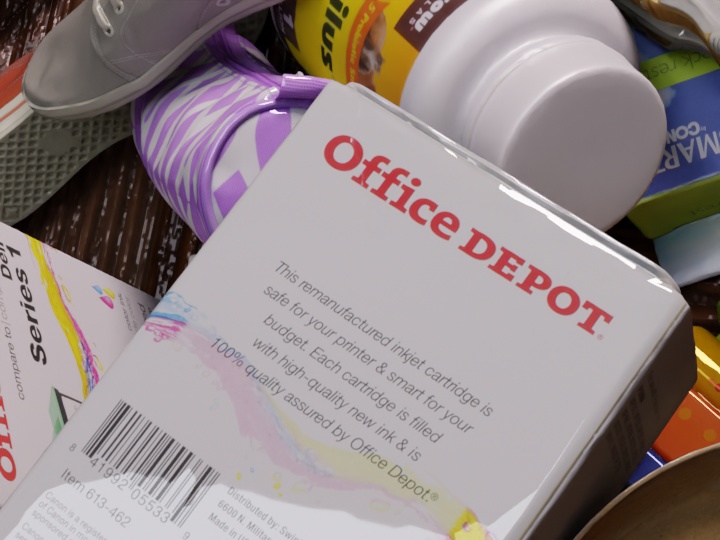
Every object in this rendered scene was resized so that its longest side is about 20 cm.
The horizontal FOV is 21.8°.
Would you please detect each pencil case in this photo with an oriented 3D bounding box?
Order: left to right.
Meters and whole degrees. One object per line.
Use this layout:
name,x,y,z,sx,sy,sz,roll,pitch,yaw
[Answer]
pencil case,-0.050,-0.056,0.818,0.200,0.083,0.086,-144,50,-68

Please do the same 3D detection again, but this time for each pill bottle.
pill bottle,0.044,-0.092,0.790,0.109,0.109,0.200,-48,40,6

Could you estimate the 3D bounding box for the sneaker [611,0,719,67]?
sneaker,0.169,-0.108,0.730,0.088,0.076,0.200,-46,63,1

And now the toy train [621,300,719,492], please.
toy train,0.130,0.043,0.757,0.116,0.085,0.200,-44,60,-4

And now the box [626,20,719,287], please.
box,0.157,-0.106,0.806,0.121,0.048,0.202,-19,66,21

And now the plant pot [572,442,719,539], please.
plant pot,0.132,0.153,0.598,0.198,0.027,0.202,1,86,-14

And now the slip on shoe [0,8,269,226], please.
slip on shoe,-0.134,-0.098,0.938,0.199,0.074,0.061,-35,45,12

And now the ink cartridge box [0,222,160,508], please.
ink cartridge box,-0.150,0.067,0.816,0.083,0.200,0.146,-25,65,18

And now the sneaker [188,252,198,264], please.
sneaker,0.000,0.000,0.837,0.198,0.074,0.081,-19,62,19

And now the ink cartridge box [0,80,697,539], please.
ink cartridge box,-0.004,0.064,0.604,0.145,0.083,0.201,33,79,23

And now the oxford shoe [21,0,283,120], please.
oxford shoe,-0.088,-0.129,0.824,0.199,0.058,0.076,-26,51,36
